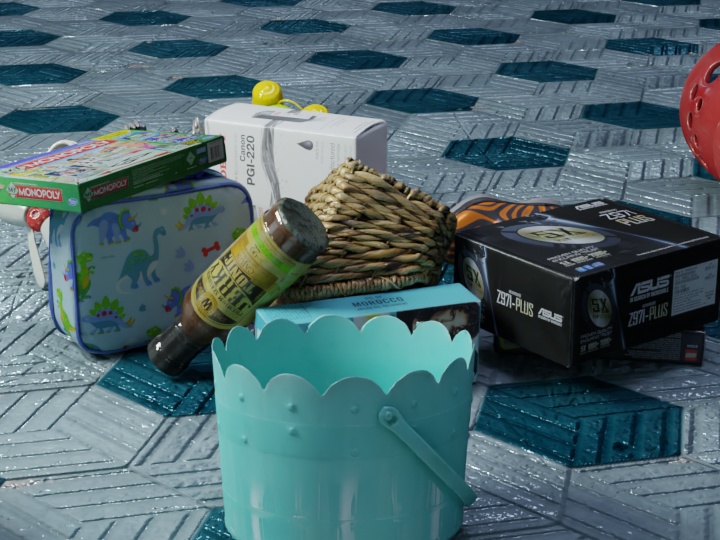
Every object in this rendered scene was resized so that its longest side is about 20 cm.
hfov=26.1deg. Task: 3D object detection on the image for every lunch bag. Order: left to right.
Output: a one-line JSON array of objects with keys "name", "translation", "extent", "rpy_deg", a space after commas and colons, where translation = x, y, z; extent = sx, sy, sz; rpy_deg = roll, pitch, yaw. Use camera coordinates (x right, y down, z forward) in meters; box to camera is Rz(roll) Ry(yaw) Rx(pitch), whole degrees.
[{"name": "lunch bag", "translation": [-0.200, -0.015, 1.500], "extent": [0.199, 0.162, 0.082], "rpy_deg": [-12, 23, -30]}]

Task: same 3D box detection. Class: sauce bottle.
[{"name": "sauce bottle", "translation": [-0.113, 0.021, 1.384], "extent": [0.065, 0.200, 0.065], "rpy_deg": [36, 25, -20]}]

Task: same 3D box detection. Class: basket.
[{"name": "basket", "translation": [0.000, 0.000, 1.493], "extent": [0.142, 0.150, 0.200], "rpy_deg": [26, -13, -9]}]

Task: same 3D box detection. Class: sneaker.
[{"name": "sneaker", "translation": [0.183, -0.038, 1.704], "extent": [0.199, 0.078, 0.112], "rpy_deg": [-12, 21, -32]}]

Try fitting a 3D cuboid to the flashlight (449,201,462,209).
[{"name": "flashlight", "translation": [0.059, -0.042, 1.720], "extent": [0.199, 0.068, 0.068], "rpy_deg": [-13, 12, -29]}]

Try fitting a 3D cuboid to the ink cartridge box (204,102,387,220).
[{"name": "ink cartridge box", "translation": [-0.075, -0.107, 1.791], "extent": [0.199, 0.147, 0.085], "rpy_deg": [10, 22, 26]}]

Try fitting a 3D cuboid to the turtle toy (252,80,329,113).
[{"name": "turtle toy", "translation": [-0.085, -0.131, 1.904], "extent": [0.199, 0.146, 0.101], "rpy_deg": [29, 53, 25]}]

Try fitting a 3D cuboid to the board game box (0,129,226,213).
[{"name": "board game box", "translation": [-0.240, -0.096, 1.455], "extent": [0.134, 0.029, 0.200], "rpy_deg": [8, 21, 34]}]

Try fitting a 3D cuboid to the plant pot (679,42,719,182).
[{"name": "plant pot", "translation": [0.516, -0.185, 1.954], "extent": [0.199, 0.202, 0.183], "rpy_deg": [0, 21, -1]}]

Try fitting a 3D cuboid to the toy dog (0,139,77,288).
[{"name": "toy dog", "translation": [-0.293, -0.027, 1.624], "extent": [0.132, 0.096, 0.200], "rpy_deg": [-37, 56, 4]}]

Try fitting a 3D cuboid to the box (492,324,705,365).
[{"name": "box", "translation": [0.231, 0.050, 1.512], "extent": [0.199, 0.035, 0.110], "rpy_deg": [3, 19, 7]}]

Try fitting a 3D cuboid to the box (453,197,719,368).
[{"name": "box", "translation": [0.213, 0.006, 1.454], "extent": [0.199, 0.087, 0.163], "rpy_deg": [-13, 23, -33]}]

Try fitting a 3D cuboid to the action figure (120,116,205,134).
[{"name": "action figure", "translation": [-0.223, -0.135, 1.864], "extent": [0.118, 0.103, 0.200], "rpy_deg": [-10, 20, 6]}]

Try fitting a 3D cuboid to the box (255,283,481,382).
[{"name": "box", "translation": [0.007, 0.068, 1.385], "extent": [0.199, 0.083, 0.049], "rpy_deg": [-7, 21, -20]}]

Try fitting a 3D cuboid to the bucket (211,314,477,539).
[{"name": "bucket", "translation": [-0.011, 0.116, 1.122], "extent": [0.206, 0.136, 0.207], "rpy_deg": [0, 11, 0]}]
